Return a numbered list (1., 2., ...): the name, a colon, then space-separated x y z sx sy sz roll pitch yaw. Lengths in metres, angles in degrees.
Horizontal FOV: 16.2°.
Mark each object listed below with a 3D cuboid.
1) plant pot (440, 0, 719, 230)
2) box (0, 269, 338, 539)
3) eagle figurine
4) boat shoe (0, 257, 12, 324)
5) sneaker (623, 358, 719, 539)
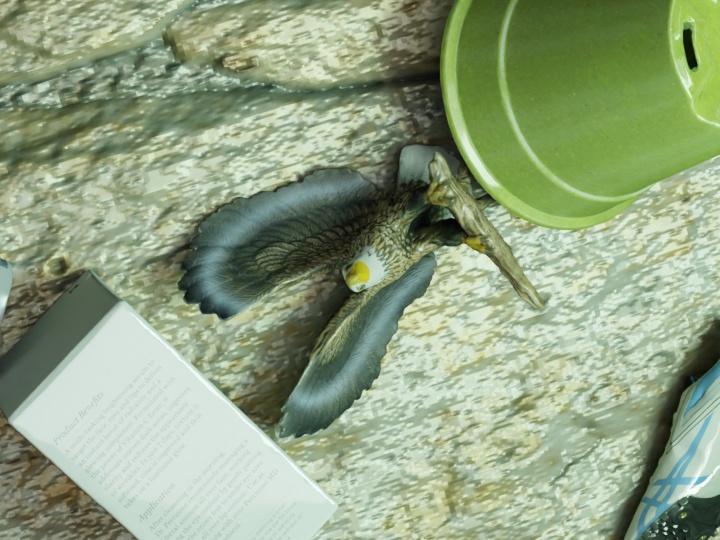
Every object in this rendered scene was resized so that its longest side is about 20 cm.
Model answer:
1. plant pot: 0.188 -0.134 1.650 0.200 0.190 0.200 4 84 -35
2. box: -0.133 0.112 1.649 0.200 0.152 0.106 44 86 -15
3. eagle figurine: -0.003 0.000 1.700 0.200 0.151 0.152 -31 62 21
4. boat shoe: -0.296 0.079 1.648 0.091 0.071 0.200 15 87 -15
5. sneaker: 0.247 0.124 1.807 0.072 0.072 0.200 20 105 -44
